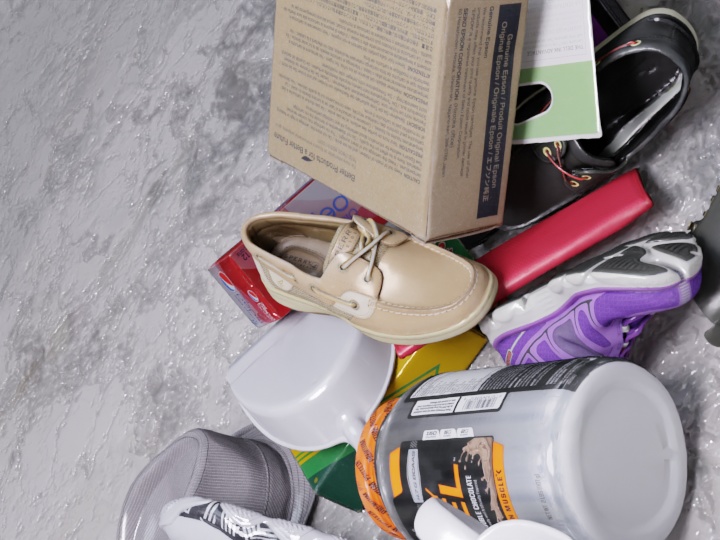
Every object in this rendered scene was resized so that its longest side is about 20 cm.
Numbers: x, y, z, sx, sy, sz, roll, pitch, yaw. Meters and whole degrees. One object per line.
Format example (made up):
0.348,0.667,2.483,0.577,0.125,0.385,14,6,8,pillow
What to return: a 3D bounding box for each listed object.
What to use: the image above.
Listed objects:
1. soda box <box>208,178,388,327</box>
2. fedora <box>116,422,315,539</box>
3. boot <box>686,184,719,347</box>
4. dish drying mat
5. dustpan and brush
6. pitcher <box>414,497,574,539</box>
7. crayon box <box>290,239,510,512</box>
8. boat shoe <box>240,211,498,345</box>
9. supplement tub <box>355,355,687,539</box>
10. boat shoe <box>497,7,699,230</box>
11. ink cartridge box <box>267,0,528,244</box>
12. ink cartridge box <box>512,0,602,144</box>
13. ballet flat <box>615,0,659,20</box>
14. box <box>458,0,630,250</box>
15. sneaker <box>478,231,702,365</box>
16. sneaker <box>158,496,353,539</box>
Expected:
-0.020,-0.044,1.249,0.200,0.064,0.070,-43,7,-20,soda box
-0.128,0.196,1.291,0.201,0.090,0.177,-58,34,7,fedora
0.236,-0.067,1.005,0.138,0.077,0.201,-44,36,33,boot
0.109,-0.005,1.110,0.199,0.018,0.077,-30,15,12,dish drying mat
-0.017,0.094,1.162,0.139,0.057,0.200,-41,28,7,dustpan and brush
0.130,0.187,0.851,0.122,0.199,0.171,-58,33,6,pitcher
0.017,0.064,1.225,0.201,0.051,0.127,-54,34,11,crayon box
0.000,0.000,1.107,0.199,0.065,0.072,8,58,36,boat shoe
0.094,0.121,1.016,0.199,0.122,0.124,-12,58,50,supplement tub
0.148,-0.094,1.105,0.201,0.074,0.063,-44,11,32,boat shoe
0.020,-0.132,1.115,0.200,0.075,0.166,31,124,47,ink cartridge box
0.110,-0.188,1.092,0.145,0.048,0.202,0,100,47,ink cartridge box
0.175,-0.180,1.184,0.200,0.071,0.072,-44,37,29,ballet flat
0.109,-0.129,1.174,0.200,0.036,0.143,-41,82,31,box
0.156,0.033,1.030,0.084,0.080,0.200,64,151,4,sneaker
-0.072,0.234,1.160,0.198,0.075,0.116,11,78,27,sneaker
